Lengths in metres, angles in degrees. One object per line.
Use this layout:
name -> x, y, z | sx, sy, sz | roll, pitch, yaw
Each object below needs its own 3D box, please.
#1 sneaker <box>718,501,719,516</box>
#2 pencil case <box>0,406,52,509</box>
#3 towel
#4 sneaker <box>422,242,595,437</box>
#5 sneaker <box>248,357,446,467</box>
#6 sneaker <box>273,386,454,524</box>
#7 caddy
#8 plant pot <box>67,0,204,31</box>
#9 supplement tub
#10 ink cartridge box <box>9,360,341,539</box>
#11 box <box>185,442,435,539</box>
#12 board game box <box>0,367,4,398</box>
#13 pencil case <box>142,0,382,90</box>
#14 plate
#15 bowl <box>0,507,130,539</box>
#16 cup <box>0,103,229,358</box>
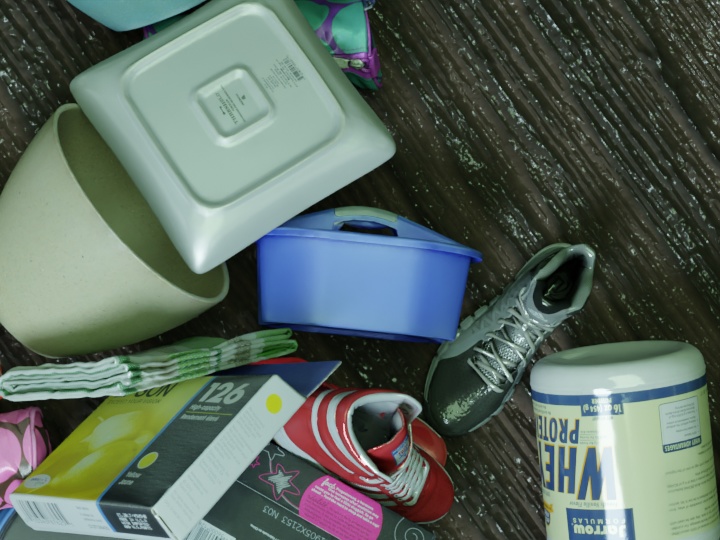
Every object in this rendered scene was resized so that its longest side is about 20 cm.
sneaker -> 0.346, 0.132, 1.675 | 0.115, 0.081, 0.199 | 43, 74, 5
pencil case -> -0.338, 0.174, 1.565 | 0.199, 0.091, 0.094 | -14, 116, 3
towel -> -0.166, 0.069, 1.541 | 0.199, 0.148, 0.031 | -12, 95, -51
sneaker -> 0.127, 0.049, 1.637 | 0.075, 0.116, 0.200 | 38, 80, 0
sneaker -> -0.019, 0.127, 1.610 | 0.199, 0.116, 0.079 | 16, 80, -3
sneaker -> 0.028, 0.148, 1.537 | 0.200, 0.112, 0.072 | 34, 68, -35
caddy -> 0.000, 0.000, 1.619 | 0.198, 0.141, 0.106 | 6, 86, -6
plant pot -> -0.185, -0.277, 1.625 | 0.199, 0.200, 0.136 | -23, 106, -9
supplement tub -> 0.218, 0.166, 1.607 | 0.144, 0.145, 0.202 | -7, 94, -7
ink cartridge box -> -0.141, 0.121, 1.489 | 0.200, 0.197, 0.047 | -49, 116, -32
box -> -0.064, 0.229, 1.550 | 0.199, 0.115, 0.133 | 29, 66, 2
board game box -> -0.386, 0.056, 1.559 | 0.199, 0.046, 0.153 | -19, 72, 20
pencil case -> -0.082, -0.182, 1.660 | 0.198, 0.093, 0.086 | -9, 117, -6
plate -> -0.102, -0.128, 1.577 | 0.199, 0.032, 0.200 | -31, 74, -14
bowl -> -0.213, 0.255, 1.610 | 0.199, 0.039, 0.202 | 1, 82, -6
cup -> -0.224, -0.012, 1.587 | 0.143, 0.200, 0.201 | -39, 87, 16
